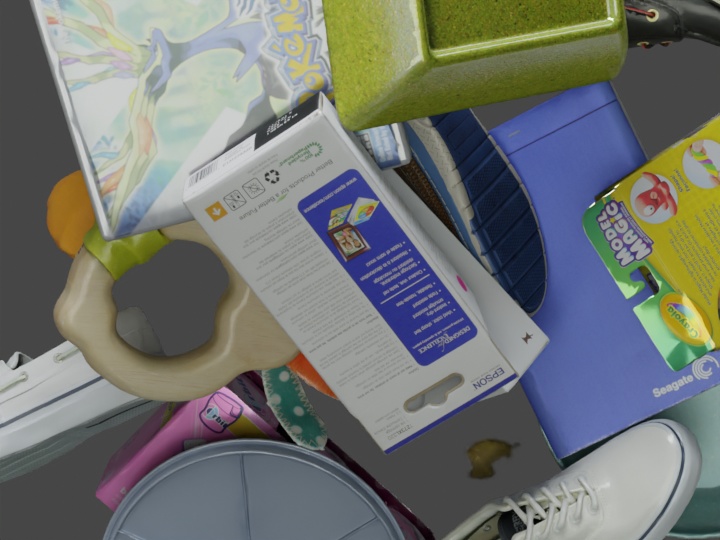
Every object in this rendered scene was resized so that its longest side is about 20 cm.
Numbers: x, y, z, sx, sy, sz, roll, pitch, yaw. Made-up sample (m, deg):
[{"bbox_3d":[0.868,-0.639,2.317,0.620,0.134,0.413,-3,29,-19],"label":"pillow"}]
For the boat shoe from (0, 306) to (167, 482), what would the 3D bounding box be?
[{"bbox_3d":[-0.210,0.085,1.452,0.199,0.074,0.067,-23,76,10],"label":"boat shoe"}]

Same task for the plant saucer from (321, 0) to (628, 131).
[{"bbox_3d":[0.070,-0.189,1.242,0.199,0.048,0.201,-13,101,-31],"label":"plant saucer"}]

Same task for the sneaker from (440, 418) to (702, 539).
[{"bbox_3d":[0.119,0.157,1.388,0.200,0.073,0.071,-41,145,21],"label":"sneaker"}]

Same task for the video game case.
[{"bbox_3d":[-0.083,-0.132,1.250,0.181,0.022,0.201,-14,105,7],"label":"video game case"}]

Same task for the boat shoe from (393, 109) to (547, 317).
[{"bbox_3d":[0.043,-0.055,1.370,0.072,0.072,0.201,-23,98,36],"label":"boat shoe"}]

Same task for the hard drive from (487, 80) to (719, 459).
[{"bbox_3d":[0.136,-0.002,1.397,0.131,0.025,0.201,-26,89,14],"label":"hard drive"}]

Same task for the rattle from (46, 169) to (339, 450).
[{"bbox_3d":[-0.096,0.024,1.400,0.199,0.143,0.131,21,81,-23],"label":"rattle"}]

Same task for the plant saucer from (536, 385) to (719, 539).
[{"bbox_3d":[0.207,0.066,1.422,0.199,0.036,0.201,2,98,12],"label":"plant saucer"}]

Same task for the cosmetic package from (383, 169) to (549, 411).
[{"bbox_3d":[0.000,0.000,1.369,0.200,0.151,0.052,47,61,-9],"label":"cosmetic package"}]

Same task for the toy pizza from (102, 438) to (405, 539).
[{"bbox_3d":[-0.065,0.194,1.418,0.199,0.032,0.202,1,109,2],"label":"toy pizza"}]

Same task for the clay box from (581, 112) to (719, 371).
[{"bbox_3d":[0.231,-0.037,1.356,0.199,0.048,0.115,-32,92,-11],"label":"clay box"}]

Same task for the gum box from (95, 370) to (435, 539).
[{"bbox_3d":[-0.056,0.160,1.458,0.200,0.066,0.113,43,105,-10],"label":"gum box"}]

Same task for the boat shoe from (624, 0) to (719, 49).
[{"bbox_3d":[0.171,-0.166,1.355,0.200,0.074,0.063,24,110,-1],"label":"boat shoe"}]

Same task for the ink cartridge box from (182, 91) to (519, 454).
[{"bbox_3d":[-0.004,0.004,1.269,0.094,0.037,0.200,-31,112,15],"label":"ink cartridge box"}]
